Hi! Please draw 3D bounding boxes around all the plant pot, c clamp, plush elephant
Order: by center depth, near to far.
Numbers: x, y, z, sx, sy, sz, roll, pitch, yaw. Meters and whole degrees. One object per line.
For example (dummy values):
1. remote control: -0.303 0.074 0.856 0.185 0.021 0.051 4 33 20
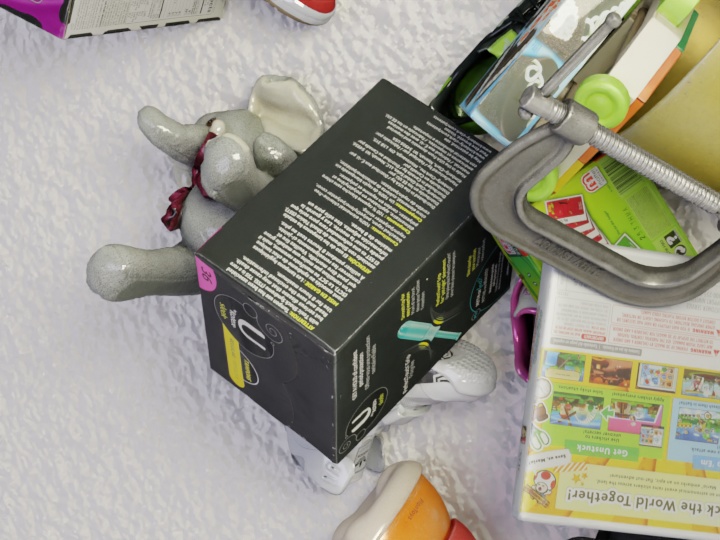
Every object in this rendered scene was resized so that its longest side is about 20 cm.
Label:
1. c clamp: 0.157 -0.046 0.958 0.200 0.027 0.171 31 133 -26
2. plant pot: 0.268 -0.116 1.001 0.142 0.200 0.200 38 118 -4
3. plush elephant: -0.107 -0.070 1.242 0.165 0.200 0.155 -45 54 28

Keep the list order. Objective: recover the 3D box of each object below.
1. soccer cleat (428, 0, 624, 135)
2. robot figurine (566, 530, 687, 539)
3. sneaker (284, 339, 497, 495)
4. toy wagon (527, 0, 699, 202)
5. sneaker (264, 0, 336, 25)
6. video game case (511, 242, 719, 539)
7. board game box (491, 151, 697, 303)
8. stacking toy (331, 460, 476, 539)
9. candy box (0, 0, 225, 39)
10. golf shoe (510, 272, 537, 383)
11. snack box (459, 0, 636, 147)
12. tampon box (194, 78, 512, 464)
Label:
1. soccer cleat: 0.128 -0.162 1.118 0.200 0.081 0.068 -45 78 27
2. robot figurine: 0.175 0.261 1.128 0.125 0.150 0.200 13 75 37
3. sneaker: 0.018 0.110 1.247 0.200 0.075 0.115 3 103 34
4. toy wagon: 0.160 -0.126 1.011 0.040 0.155 0.200 39 128 -5
5. sneaker: -0.059 -0.287 1.208 0.112 0.071 0.200 -42 77 33
6. video game case: 0.205 0.081 1.060 0.200 0.023 0.182 8 88 -13
7. board game box: 0.183 0.024 1.091 0.102 0.048 0.200 -35 97 -10
8. stacking toy: 0.066 0.254 1.231 0.200 0.146 0.146 37 117 2
9. candy box: -0.204 -0.233 1.227 0.136 0.200 0.061 28 113 21
10. golf shoe: 0.145 -0.008 1.137 0.075 0.091 0.200 6 102 31
11. snack box: 0.141 -0.167 1.029 0.037 0.116 0.200 39 97 -6
12. tampon box: 0.000 0.000 1.131 0.126 0.200 0.150 35 151 22
